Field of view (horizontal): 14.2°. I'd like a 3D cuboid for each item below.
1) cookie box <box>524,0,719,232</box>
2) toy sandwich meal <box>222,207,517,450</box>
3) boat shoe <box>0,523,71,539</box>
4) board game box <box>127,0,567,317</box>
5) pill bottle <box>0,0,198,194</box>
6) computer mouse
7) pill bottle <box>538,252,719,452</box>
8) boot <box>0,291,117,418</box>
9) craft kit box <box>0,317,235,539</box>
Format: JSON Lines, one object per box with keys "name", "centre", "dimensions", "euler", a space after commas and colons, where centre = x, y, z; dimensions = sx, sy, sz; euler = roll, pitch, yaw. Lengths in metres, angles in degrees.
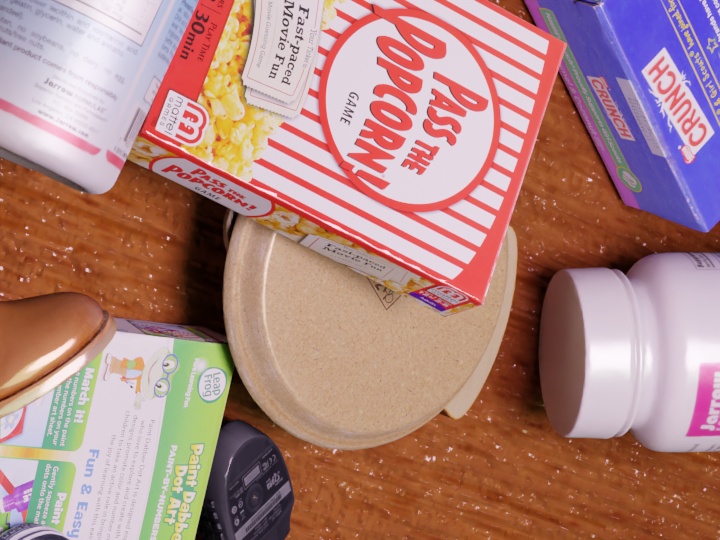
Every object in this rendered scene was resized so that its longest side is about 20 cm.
{"name": "cookie box", "centre": [0.206, -0.153, 1.644], "dimensions": [0.200, 0.075, 0.171], "euler": [-44, 126, -21]}
{"name": "toy sandwich meal", "centre": [0.000, 0.000, 1.534], "dimensions": [0.204, 0.070, 0.206], "euler": [-8, 104, -35]}
{"name": "boat shoe", "centre": [-0.126, 0.223, 1.428], "dimensions": [0.071, 0.091, 0.201], "euler": [-33, 122, -26]}
{"name": "board game box", "centre": [-0.008, -0.088, 1.448], "dimensions": [0.199, 0.046, 0.152], "euler": [26, 70, -21]}
{"name": "pill bottle", "centre": [-0.127, -0.146, 1.361], "dimensions": [0.109, 0.109, 0.201], "euler": [28, 85, -40]}
{"name": "computer mouse", "centre": [-0.058, 0.165, 1.563], "dimensions": [0.059, 0.034, 0.201], "euler": [-40, 131, -43]}
{"name": "pill bottle", "centre": [0.209, 0.046, 1.645], "dimensions": [0.199, 0.113, 0.114], "euler": [-1, 105, -13]}
{"name": "boot", "centre": [-0.222, 0.000, 1.314], "dimensions": [0.199, 0.074, 0.155], "euler": [-17, 107, -5]}
{"name": "craft kit box", "centre": [-0.169, 0.118, 1.449], "dimensions": [0.197, 0.048, 0.201], "euler": [9, 97, -37]}
